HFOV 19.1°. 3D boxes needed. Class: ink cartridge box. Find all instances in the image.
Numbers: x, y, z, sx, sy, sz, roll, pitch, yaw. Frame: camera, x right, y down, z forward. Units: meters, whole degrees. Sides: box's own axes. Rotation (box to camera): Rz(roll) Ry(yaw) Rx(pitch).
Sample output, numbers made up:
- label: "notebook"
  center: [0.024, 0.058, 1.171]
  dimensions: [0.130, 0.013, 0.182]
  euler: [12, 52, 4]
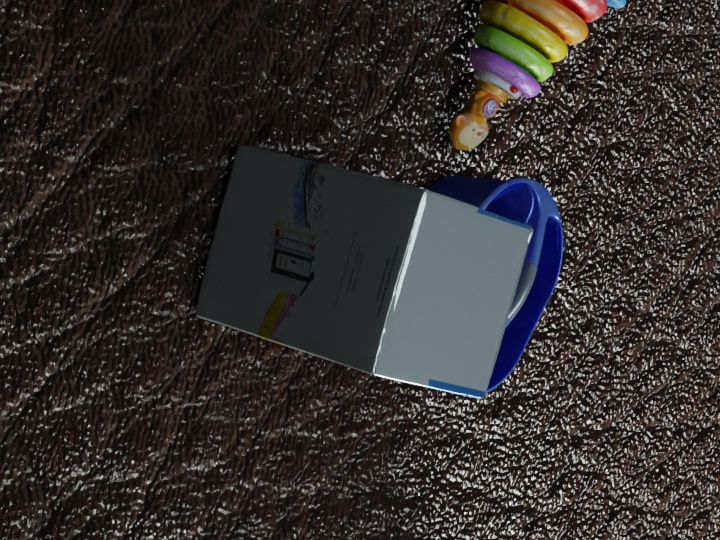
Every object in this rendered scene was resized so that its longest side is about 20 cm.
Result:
- label: "ink cartridge box"
  center: [0.000, 0.000, 1.680]
  dimensions: [0.147, 0.200, 0.145]
  euler: [15, 91, -49]

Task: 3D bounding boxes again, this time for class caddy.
- label: "caddy"
  center: [0.104, 0.010, 1.869]
  dimensions: [0.141, 0.105, 0.201]
  euler: [44, 67, -46]

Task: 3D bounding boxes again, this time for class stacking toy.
- label: "stacking toy"
  center: [0.134, -0.193, 1.869]
  dimensions: [0.116, 0.110, 0.201]
  euler: [32, 87, -50]
